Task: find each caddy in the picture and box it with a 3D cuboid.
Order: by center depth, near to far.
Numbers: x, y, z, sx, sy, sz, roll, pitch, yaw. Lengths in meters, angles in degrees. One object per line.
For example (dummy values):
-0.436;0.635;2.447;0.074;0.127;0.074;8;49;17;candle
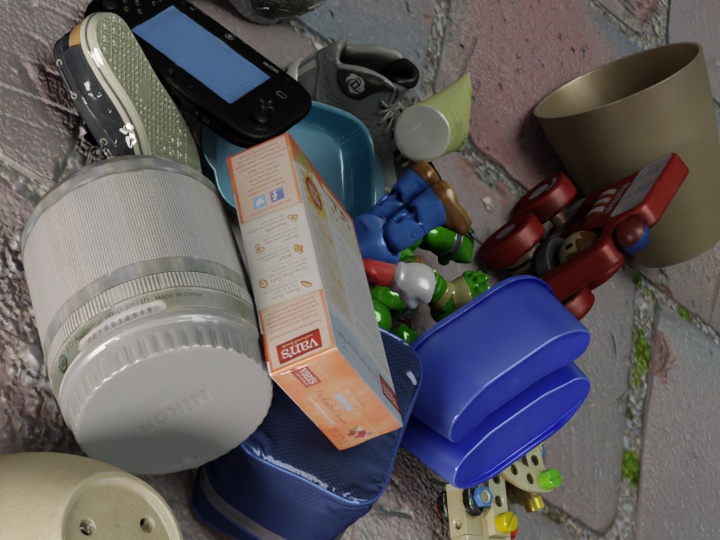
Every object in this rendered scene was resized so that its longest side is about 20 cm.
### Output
0.106;0.090;1.527;0.200;0.142;0.105;-32;50;-22;caddy

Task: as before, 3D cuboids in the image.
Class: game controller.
-0.137;-0.177;1.504;0.200;0.042;0.104;37;49;10;game controller

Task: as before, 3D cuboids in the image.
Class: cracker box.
-0.035;0.016;1.325;0.134;0.058;0.201;53;18;-53;cracker box

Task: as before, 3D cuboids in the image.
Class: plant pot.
0.305;-0.111;1.876;0.187;0.187;0.201;-40;112;-48;plant pot

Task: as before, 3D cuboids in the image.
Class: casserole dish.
-0.066;-0.093;1.570;0.199;0.039;0.122;12;70;-38;casserole dish

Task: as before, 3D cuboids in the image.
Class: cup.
-0.201;0.206;1.208;0.200;0.143;0.201;22;55;-35;cup

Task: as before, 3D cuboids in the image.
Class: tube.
0.077;-0.136;1.611;0.052;0.058;0.200;49;17;2;tube

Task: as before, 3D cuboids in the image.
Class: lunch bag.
-0.046;0.125;1.418;0.136;0.132;0.200;29;46;-6;lunch bag

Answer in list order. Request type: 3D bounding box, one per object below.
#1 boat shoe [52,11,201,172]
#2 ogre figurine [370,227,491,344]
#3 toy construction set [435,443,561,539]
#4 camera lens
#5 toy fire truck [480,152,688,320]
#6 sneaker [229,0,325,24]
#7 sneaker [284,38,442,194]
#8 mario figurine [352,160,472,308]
-0.189;-0.116;1.459;0.201;0.062;0.075;64;34;-20;boat shoe
0.041;0.027;1.587;0.120;0.098;0.200;41;77;-38;ogre figurine
0.135;0.233;1.574;0.131;0.092;0.201;13;49;-40;toy construction set
-0.158;0.028;1.303;0.160;0.160;0.200;17;37;-38;camera lens
0.226;-0.033;1.742;0.112;0.168;0.200;52;42;-10;toy fire truck
-0.111;-0.293;1.623;0.200;0.078;0.100;14;56;-41;sneaker
0.029;-0.138;1.643;0.200;0.115;0.075;40;45;-22;sneaker
0.000;0.000;1.515;0.106;0.200;0.123;55;-2;-2;mario figurine
